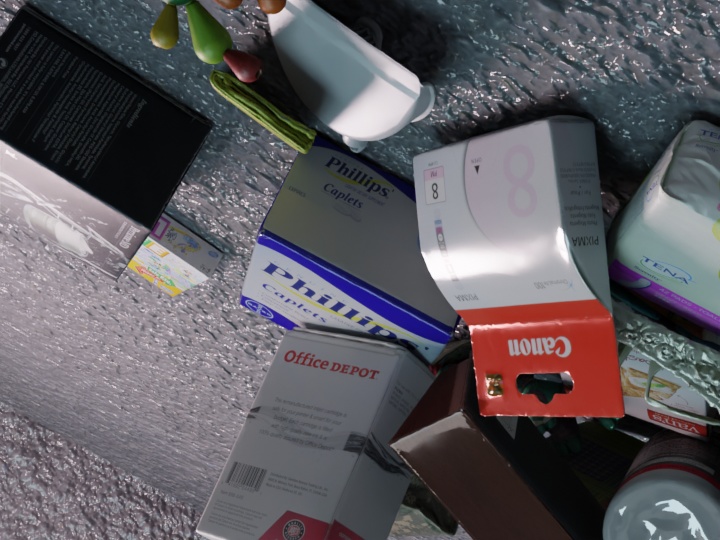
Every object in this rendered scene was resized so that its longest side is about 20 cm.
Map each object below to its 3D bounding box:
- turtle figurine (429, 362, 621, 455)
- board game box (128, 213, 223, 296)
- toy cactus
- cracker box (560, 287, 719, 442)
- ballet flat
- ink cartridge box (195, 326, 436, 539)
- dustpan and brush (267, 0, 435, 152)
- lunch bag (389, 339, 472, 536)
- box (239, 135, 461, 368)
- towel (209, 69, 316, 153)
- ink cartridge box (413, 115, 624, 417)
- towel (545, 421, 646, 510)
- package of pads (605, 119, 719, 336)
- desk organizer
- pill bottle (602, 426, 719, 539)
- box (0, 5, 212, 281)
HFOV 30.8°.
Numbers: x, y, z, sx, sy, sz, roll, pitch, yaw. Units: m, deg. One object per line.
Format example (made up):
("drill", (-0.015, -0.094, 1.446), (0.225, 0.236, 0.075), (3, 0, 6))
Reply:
("turtle figurine", (0.133, 0.124, 1.194), (0.199, 0.101, 0.149), (9, 163, -28))
("board game box", (-0.262, -0.049, 1.456), (0.199, 0.034, 0.134), (35, 157, -16))
("toy cactus", (-0.131, -0.218, 0.835), (0.165, 0.102, 0.200), (34, 161, 32))
("cracker box", (0.225, 0.057, 1.061), (0.133, 0.058, 0.200), (18, 157, 26))
("ballet flat", (0.205, 0.058, 0.919), (0.199, 0.072, 0.072), (30, 160, 15))
("ink cartridge box", (-0.032, 0.160, 1.128), (0.145, 0.201, 0.085), (8, 157, 41))
("dustpan and brush", (-0.007, -0.130, 0.946), (0.139, 0.057, 0.200), (37, 153, 13))
("lunch bag", (0.045, 0.158, 1.319), (0.117, 0.201, 0.164), (32, 155, -22))
("box", (0.000, 0.000, 1.146), (0.183, 0.105, 0.200), (28, 158, 1))
("towel", (-0.075, -0.121, 0.988), (0.086, 0.018, 0.200), (37, -178, -8))
("ink cartridge box", (0.107, 0.004, 0.922), (0.057, 0.202, 0.162), (0, 175, -33))
("towel", (0.218, 0.202, 1.245), (0.143, 0.199, 0.023), (22, 118, 33))
("package of pads", (0.268, -0.005, 0.853), (0.199, 0.068, 0.155), (27, 159, 4))
("desk organizer", (0.115, 0.172, 1.076), (0.077, 0.072, 0.200), (-28, 114, 28))
("pill bottle", (0.281, 0.197, 1.124), (0.110, 0.111, 0.200), (21, -162, 17))
("box", (-0.266, -0.109, 1.208), (0.196, 0.124, 0.200), (30, 159, -10))
